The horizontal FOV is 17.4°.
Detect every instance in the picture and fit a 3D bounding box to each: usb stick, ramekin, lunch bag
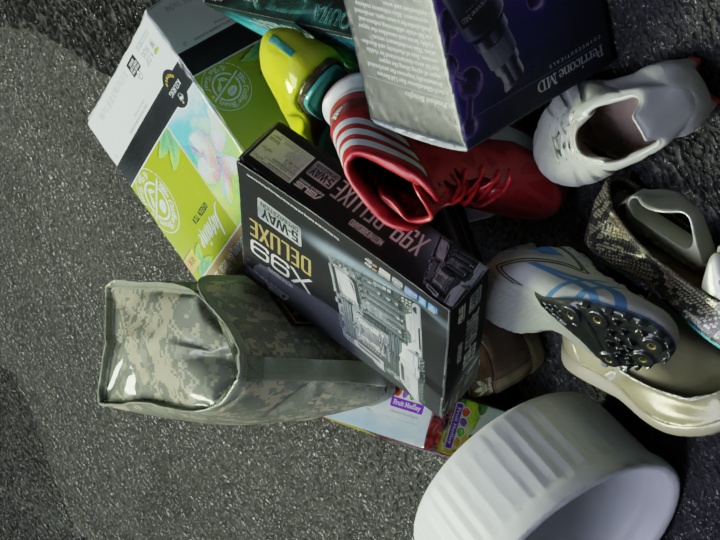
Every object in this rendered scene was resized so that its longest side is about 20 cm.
[{"bbox_3d":[0.047,-0.069,1.769,0.056,0.032,0.201,-53,46,43],"label":"usb stick"},{"bbox_3d":[0.135,0.186,1.785,0.098,0.199,0.201,49,151,31],"label":"ramekin"},{"bbox_3d":[-0.086,0.064,1.848,0.199,0.163,0.119,2,87,50],"label":"lunch bag"}]

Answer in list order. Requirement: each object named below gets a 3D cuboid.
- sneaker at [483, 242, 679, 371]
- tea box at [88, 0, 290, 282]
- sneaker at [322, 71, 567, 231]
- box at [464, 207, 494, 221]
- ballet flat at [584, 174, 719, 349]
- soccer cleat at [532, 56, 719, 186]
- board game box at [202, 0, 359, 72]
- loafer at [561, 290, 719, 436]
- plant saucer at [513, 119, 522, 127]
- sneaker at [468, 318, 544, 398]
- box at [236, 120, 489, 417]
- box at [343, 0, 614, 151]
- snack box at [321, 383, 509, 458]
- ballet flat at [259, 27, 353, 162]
[{"bbox_3d":[0.154,0.017,1.642,0.199,0.073,0.072,18,150,54],"label":"sneaker"},{"bbox_3d":[-0.098,-0.115,1.925,0.197,0.133,0.200,53,150,8],"label":"tea box"},{"bbox_3d":[0.062,-0.055,1.658,0.079,0.199,0.116,-55,26,36],"label":"sneaker"},{"bbox_3d":[0.055,-0.054,1.839,0.200,0.041,0.039,-12,106,61],"label":"box"},{"bbox_3d":[0.227,-0.006,1.594,0.200,0.067,0.076,38,136,39],"label":"ballet flat"},{"bbox_3d":[0.161,-0.095,1.592,0.070,0.077,0.200,60,152,-4],"label":"soccer cleat"},{"bbox_3d":[-0.010,-0.167,1.726,0.135,0.028,0.199,27,176,-37],"label":"board game box"},{"bbox_3d":[0.207,0.059,1.669,0.199,0.075,0.069,20,139,50],"label":"loafer"},{"bbox_3d":[0.058,-0.185,1.735,0.200,0.019,0.070,49,150,21],"label":"plant saucer"},{"bbox_3d":[0.056,0.038,1.888,0.199,0.075,0.071,28,139,43],"label":"sneaker"},{"bbox_3d":[0.000,0.000,1.725,0.199,0.050,0.158,36,154,19],"label":"box"},{"bbox_3d":[0.070,-0.204,1.563,0.104,0.148,0.201,21,135,47],"label":"box"},{"bbox_3d":[0.048,0.117,1.915,0.199,0.141,0.053,14,88,53],"label":"snack box"},{"bbox_3d":[-0.035,-0.130,1.735,0.067,0.067,0.200,37,174,17],"label":"ballet flat"}]
